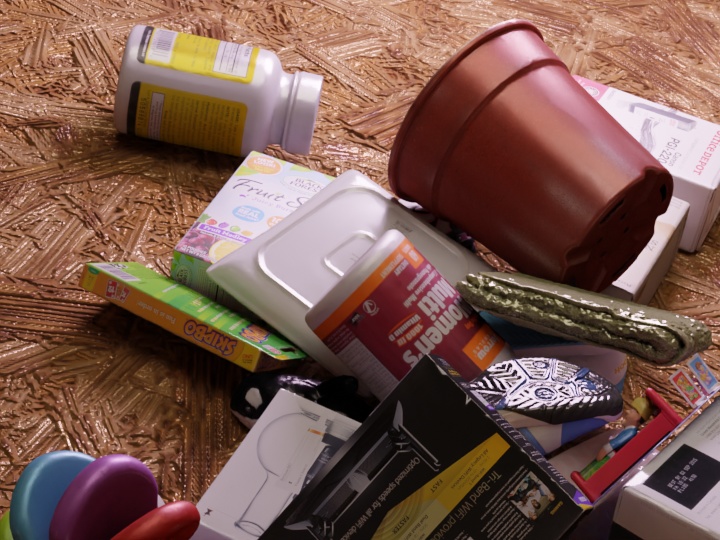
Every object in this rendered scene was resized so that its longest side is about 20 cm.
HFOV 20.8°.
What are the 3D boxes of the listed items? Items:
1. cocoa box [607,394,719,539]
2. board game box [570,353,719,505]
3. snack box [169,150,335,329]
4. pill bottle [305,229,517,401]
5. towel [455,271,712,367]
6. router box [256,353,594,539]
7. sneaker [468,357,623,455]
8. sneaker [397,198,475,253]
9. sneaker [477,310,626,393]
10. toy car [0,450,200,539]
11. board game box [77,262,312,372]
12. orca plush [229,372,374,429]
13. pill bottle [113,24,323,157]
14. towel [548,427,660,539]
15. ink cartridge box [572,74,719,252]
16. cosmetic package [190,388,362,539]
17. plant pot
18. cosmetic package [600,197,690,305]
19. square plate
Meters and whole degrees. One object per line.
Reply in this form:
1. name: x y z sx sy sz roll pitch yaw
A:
1. cocoa box: 0.282 0.197 1.472 0.133 0.132 0.200 27 36 25
2. board game box: 0.207 0.131 1.519 0.039 0.158 0.200 48 48 9
3. snack box: -0.076 -0.027 1.827 0.141 0.053 0.200 20 35 10
4. pill bottle: 0.058 0.073 1.608 0.200 0.110 0.110 45 37 -1
5. towel: 0.183 0.037 1.606 0.198 0.037 0.148 14 6 18
6. router box: 0.040 0.184 1.385 0.157 0.200 0.052 44 7 14
7. sneaker: 0.103 0.121 1.485 0.198 0.078 0.076 -10 30 -13
8. sneaker: 0.066 -0.028 1.858 0.086 0.081 0.200 29 41 7
9. sneaker: 0.133 0.084 1.714 0.198 0.081 0.077 -1 31 17
10. toy car: -0.172 0.201 1.361 0.199 0.151 0.174 32 38 29
11. board game box: -0.138 0.042 1.697 0.199 0.030 0.095 22 9 20
12. orca plush: -0.016 0.124 1.601 0.199 0.072 0.105 34 39 30
13. pill bottle: -0.142 -0.175 1.977 0.198 0.112 0.112 12 33 -1
14. towel: 0.223 0.214 1.580 0.190 0.032 0.200 -21 45 -39
15. ink cartridge box: 0.284 -0.113 2.047 0.199 0.085 0.146 22 34 12
16. cosmetic package: -0.011 0.190 1.497 0.199 0.052 0.151 22 50 16
17. plant pot: 0.161 -0.085 1.755 0.200 0.202 0.195 -23 56 -42
18. cosmetic package: 0.238 -0.011 1.888 0.104 0.072 0.200 20 34 13
19. square plate: 0.000 0.000 1.732 0.200 0.029 0.198 36 53 24
